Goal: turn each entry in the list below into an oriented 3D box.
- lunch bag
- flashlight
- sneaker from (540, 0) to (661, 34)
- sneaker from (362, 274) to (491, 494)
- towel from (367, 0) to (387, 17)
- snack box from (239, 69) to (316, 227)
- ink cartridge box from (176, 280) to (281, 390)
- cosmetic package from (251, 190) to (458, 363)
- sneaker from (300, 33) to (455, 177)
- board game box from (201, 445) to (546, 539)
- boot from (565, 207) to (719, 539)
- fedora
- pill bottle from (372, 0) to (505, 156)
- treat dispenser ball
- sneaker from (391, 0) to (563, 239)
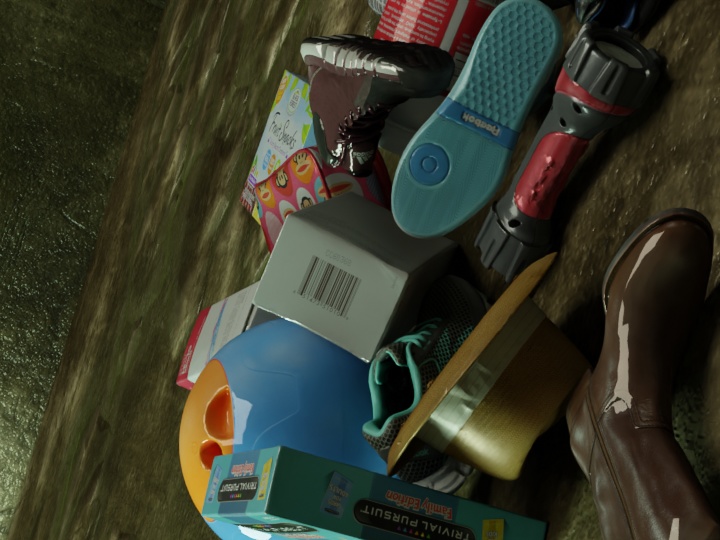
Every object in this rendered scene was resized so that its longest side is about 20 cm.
[{"bbox_3d":[-0.024,-0.024,1.484,0.200,0.081,0.178,-23,86,67],"label":"lunch bag"},{"bbox_3d":[0.146,-0.079,1.140,0.067,0.068,0.201,-24,-34,-51],"label":"flashlight"},{"bbox_3d":[0.166,-0.214,1.179,0.200,0.072,0.113,-32,42,61],"label":"sneaker"},{"bbox_3d":[0.050,0.073,1.194,0.077,0.091,0.202,-25,38,34],"label":"sneaker"},{"bbox_3d":[0.078,-0.325,1.520,0.166,0.085,0.202,-124,54,-66],"label":"towel"},{"bbox_3d":[-0.066,-0.128,1.785,0.200,0.067,0.170,-135,64,-68],"label":"snack box"},{"bbox_3d":[-0.073,0.087,1.474,0.200,0.146,0.087,-22,45,68],"label":"ink cartridge box"},{"bbox_3d":[0.000,0.000,1.283,0.082,0.112,0.200,-66,-11,12],"label":"cosmetic package"},{"bbox_3d":[0.016,-0.131,1.314,0.200,0.075,0.117,26,120,60],"label":"sneaker"},{"bbox_3d":[0.006,0.173,1.093,0.151,0.198,0.048,157,128,-67],"label":"board game box"},{"bbox_3d":[0.176,0.090,0.887,0.201,0.063,0.188,-96,16,-56],"label":"boot"},{"bbox_3d":[0.097,0.082,1.048,0.201,0.082,0.201,-50,-8,-10],"label":"fedora"},{"bbox_3d":[0.068,-0.201,1.390,0.112,0.111,0.202,-127,58,-68],"label":"pill bottle"},{"bbox_3d":[-0.048,0.139,1.277,0.201,0.199,0.203,-162,90,-72],"label":"treat dispenser ball"},{"bbox_3d":[0.097,-0.114,1.237,0.201,0.079,0.131,-57,-5,8],"label":"sneaker"}]
